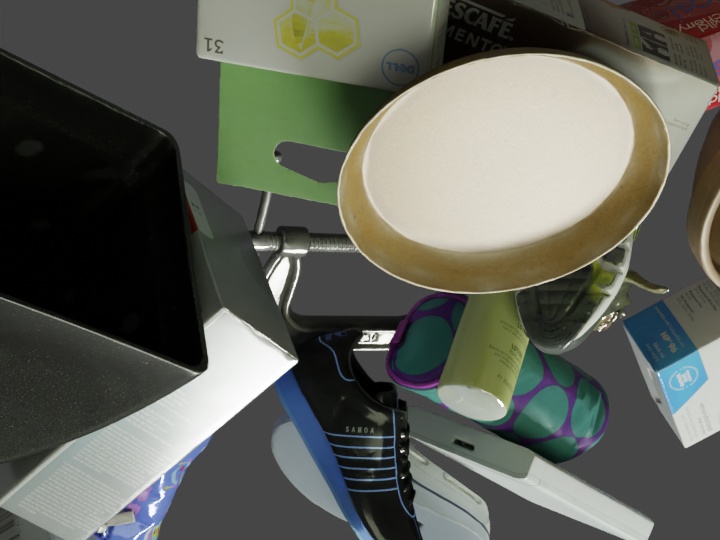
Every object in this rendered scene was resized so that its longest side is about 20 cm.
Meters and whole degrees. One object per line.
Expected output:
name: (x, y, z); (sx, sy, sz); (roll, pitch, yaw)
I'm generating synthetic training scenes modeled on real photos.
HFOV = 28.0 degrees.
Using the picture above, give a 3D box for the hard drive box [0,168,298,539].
hard drive box: (-0.153, 0.054, 0.951); (0.200, 0.156, 0.077); (-40, 131, 12)

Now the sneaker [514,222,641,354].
sneaker: (0.166, -0.022, 1.014); (0.074, 0.201, 0.085); (9, 151, 26)

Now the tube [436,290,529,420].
tube: (0.106, 0.007, 1.021); (0.052, 0.201, 0.058); (21, 152, 0)

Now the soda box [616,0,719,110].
soda box: (0.270, -0.168, 0.997); (0.199, 0.070, 0.064); (-20, 132, -6)

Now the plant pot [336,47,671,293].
plant pot: (0.084, -0.061, 0.861); (0.199, 0.028, 0.201); (-4, 140, -3)

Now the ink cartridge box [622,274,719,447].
ink cartridge box: (0.333, 0.050, 1.208); (0.199, 0.068, 0.116); (-29, 134, 2)

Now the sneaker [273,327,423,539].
sneaker: (0.012, 0.138, 1.081); (0.078, 0.070, 0.201); (-29, 100, 6)

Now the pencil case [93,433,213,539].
pencil case: (-0.144, 0.120, 1.059); (0.078, 0.087, 0.200); (33, 114, -3)

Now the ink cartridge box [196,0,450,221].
ink cartridge box: (-0.024, -0.124, 0.860); (0.145, 0.048, 0.201); (12, 117, 11)

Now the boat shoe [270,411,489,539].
boat shoe: (0.022, 0.160, 1.172); (0.201, 0.086, 0.075); (30, 121, -6)

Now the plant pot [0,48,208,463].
plant pot: (-0.229, 0.002, 0.863); (0.199, 0.200, 0.177); (24, 128, -36)

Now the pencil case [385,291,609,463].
pencil case: (0.108, 0.084, 1.115); (0.200, 0.092, 0.085); (32, 88, -43)

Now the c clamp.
c clamp: (0.000, 0.000, 1.055); (0.199, 0.027, 0.171); (6, 127, -28)

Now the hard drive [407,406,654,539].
hard drive: (0.138, 0.168, 1.177); (0.200, 0.132, 0.027); (32, 79, -46)

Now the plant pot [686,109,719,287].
plant pot: (0.321, -0.081, 1.071); (0.200, 0.093, 0.202); (-13, 136, -13)

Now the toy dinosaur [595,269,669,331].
toy dinosaur: (0.171, 0.019, 1.094); (0.088, 0.048, 0.200); (-5, 174, 1)

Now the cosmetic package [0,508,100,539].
cosmetic package: (-0.220, 0.245, 1.115); (0.081, 0.113, 0.200); (-32, 135, 6)

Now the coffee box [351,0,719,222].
coffee box: (0.107, -0.122, 0.912); (0.199, 0.080, 0.115); (22, 120, -7)
